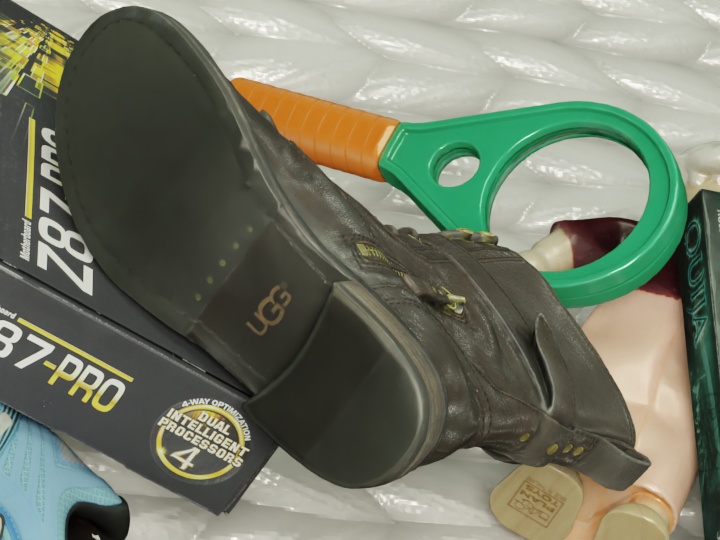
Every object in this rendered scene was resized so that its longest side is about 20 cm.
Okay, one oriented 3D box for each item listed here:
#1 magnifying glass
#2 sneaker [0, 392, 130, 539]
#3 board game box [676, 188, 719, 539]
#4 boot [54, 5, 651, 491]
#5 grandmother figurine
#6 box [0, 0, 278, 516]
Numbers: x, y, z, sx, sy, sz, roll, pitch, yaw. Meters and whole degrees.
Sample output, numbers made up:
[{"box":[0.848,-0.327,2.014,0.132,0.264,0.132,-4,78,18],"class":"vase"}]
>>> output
[{"box":[0.030,-0.038,1.108,0.200,0.022,0.080,18,68,29],"class":"magnifying glass"},{"box":[-0.121,0.107,0.879,0.090,0.078,0.200,31,38,-2],"class":"sneaker"},{"box":[0.184,0.072,1.047,0.135,0.028,0.200,8,60,-18],"class":"board game box"},{"box":[0.000,0.000,0.980,0.200,0.069,0.174,54,23,17],"class":"boot"},{"box":[0.111,0.022,1.100,0.121,0.061,0.200,34,50,-3],"class":"grandmother figurine"},{"box":[-0.104,-0.020,0.994,0.161,0.049,0.200,29,23,-19],"class":"box"}]
